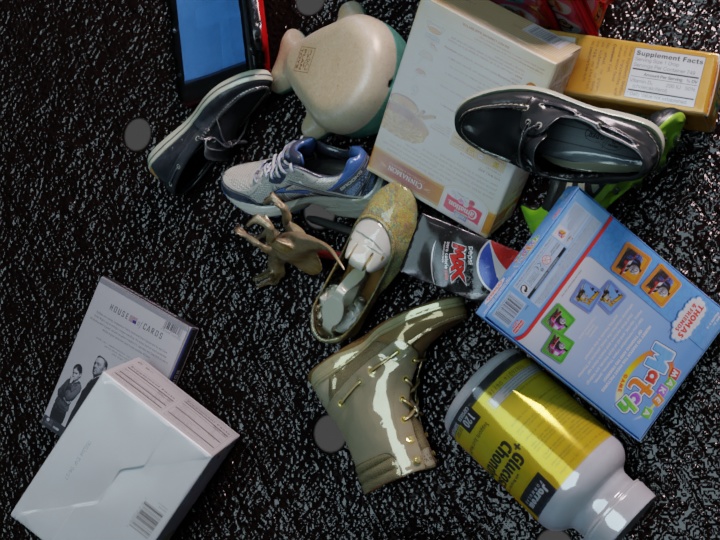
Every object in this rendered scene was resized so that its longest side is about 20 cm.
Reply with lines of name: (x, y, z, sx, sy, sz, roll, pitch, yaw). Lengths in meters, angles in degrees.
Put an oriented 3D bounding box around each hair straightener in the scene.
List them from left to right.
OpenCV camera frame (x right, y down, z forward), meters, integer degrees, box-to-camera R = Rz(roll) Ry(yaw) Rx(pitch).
hair straightener: (0.026, -0.040, 1.223, 0.198, 0.041, 0.078, 11, 88, 30)

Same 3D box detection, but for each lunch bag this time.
lunch bag: (0.176, -0.298, 1.101, 0.175, 0.200, 0.083, 24, 89, 25)

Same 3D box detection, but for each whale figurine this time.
whale figurine: (-0.020, -0.217, 1.248, 0.199, 0.103, 0.161, 20, 93, 49)

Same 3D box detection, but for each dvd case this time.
dvd case: (-0.294, 0.129, 1.358, 0.149, 0.025, 0.202, 26, 95, 24)

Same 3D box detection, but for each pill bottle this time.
pill bottle: (0.186, 0.180, 1.093, 0.200, 0.112, 0.112, 43, 101, 22)

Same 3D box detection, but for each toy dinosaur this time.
toy dinosaur: (-0.075, -0.032, 1.216, 0.101, 0.199, 0.058, 46, 64, -14)

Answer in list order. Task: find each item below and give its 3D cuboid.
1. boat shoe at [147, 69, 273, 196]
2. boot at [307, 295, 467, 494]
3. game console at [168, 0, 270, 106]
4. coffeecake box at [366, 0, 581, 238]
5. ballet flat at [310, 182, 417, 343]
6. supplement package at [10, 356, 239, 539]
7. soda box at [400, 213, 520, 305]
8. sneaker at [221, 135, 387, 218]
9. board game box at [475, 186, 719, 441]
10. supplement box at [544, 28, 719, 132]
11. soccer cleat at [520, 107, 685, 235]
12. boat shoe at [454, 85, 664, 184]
boat shoe: (-0.169, -0.160, 1.306, 0.199, 0.074, 0.063, -39, 73, 25)
boot: (0.053, 0.131, 1.178, 0.199, 0.073, 0.157, -32, 73, 19)
game console: (-0.172, -0.317, 1.302, 0.117, 0.172, 0.203, -7, 79, -4)
coffeecake box: (0.110, -0.161, 1.132, 0.153, 0.073, 0.202, 31, 125, 17)
ballet flat: (0.000, 0.000, 1.183, 0.071, 0.070, 0.201, 41, 124, 22)
supplement package: (-0.263, 0.230, 1.268, 0.155, 0.111, 0.201, 36, 100, 5)
soda box: (0.141, 0.009, 1.120, 0.198, 0.071, 0.064, 21, 91, 4)
sneaker: (-0.069, -0.113, 1.239, 0.198, 0.086, 0.078, 0, 53, 21)
board game box: (0.231, 0.042, 1.063, 0.199, 0.037, 0.152, 38, 89, -9)
supplement box: (0.261, -0.192, 1.125, 0.198, 0.066, 0.070, 17, 89, 24)
soccer cleat: (0.234, -0.099, 1.108, 0.200, 0.067, 0.082, -48, 61, 32)
boat shoe: (0.176, -0.117, 1.029, 0.197, 0.066, 0.075, 17, 124, 12)
